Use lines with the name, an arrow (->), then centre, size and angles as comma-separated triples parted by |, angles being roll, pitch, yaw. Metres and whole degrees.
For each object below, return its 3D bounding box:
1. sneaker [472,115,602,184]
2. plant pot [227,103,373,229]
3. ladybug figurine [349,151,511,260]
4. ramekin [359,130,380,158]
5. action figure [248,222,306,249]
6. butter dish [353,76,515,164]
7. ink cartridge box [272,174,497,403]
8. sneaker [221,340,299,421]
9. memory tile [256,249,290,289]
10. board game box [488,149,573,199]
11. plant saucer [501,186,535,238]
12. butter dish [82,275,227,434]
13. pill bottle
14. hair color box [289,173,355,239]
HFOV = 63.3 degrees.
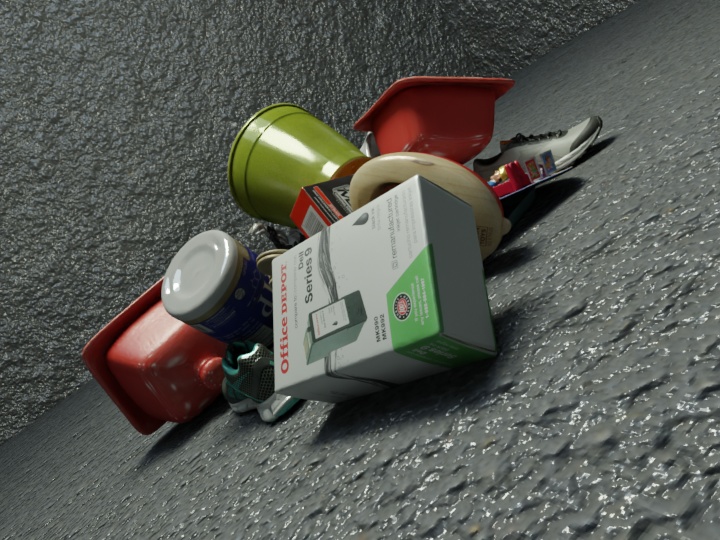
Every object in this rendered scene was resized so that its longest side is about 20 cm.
sneaker -> 0.257, -0.174, 0.862 | 0.200, 0.079, 0.074 | -27, 11, 29
plant pot -> -0.071, -0.142, 0.924 | 0.200, 0.201, 0.193 | -40, 48, -25
ladybug figurine -> 0.081, -0.075, 0.677 | 0.200, 0.136, 0.072 | 21, 42, 28
ramekin -> 0.075, -0.156, 1.022 | 0.200, 0.200, 0.098 | -45, -1, -44
action figure -> -0.140, -0.013, 0.934 | 0.200, 0.102, 0.119 | -34, 39, 1
butter dish -> 0.115, -0.199, 0.894 | 0.200, 0.148, 0.199 | -7, -5, -22
ink cartridge box -> 0.010, 0.029, 0.536 | 0.200, 0.084, 0.146 | -27, 57, 38
sneaker -> -0.136, 0.124, 0.723 | 0.078, 0.091, 0.200 | -40, 12, -29
memory tile -> -0.008, 0.002, 0.668 | 0.200, 0.017, 0.153 | -7, -25, 6
board game box -> 0.176, -0.112, 0.779 | 0.200, 0.039, 0.158 | -23, 2, -12
plant saucer -> 0.164, -0.047, 0.757 | 0.070, 0.019, 0.200 | -21, 16, 50
butter dish -> -0.252, 0.132, 0.848 | 0.148, 0.200, 0.200 | 14, 47, 35
pill bottle -> -0.145, 0.045, 0.765 | 0.120, 0.200, 0.120 | -19, 54, 28
hair color box -> 0.016, -0.081, 0.800 | 0.200, 0.102, 0.061 | -22, -26, -40
